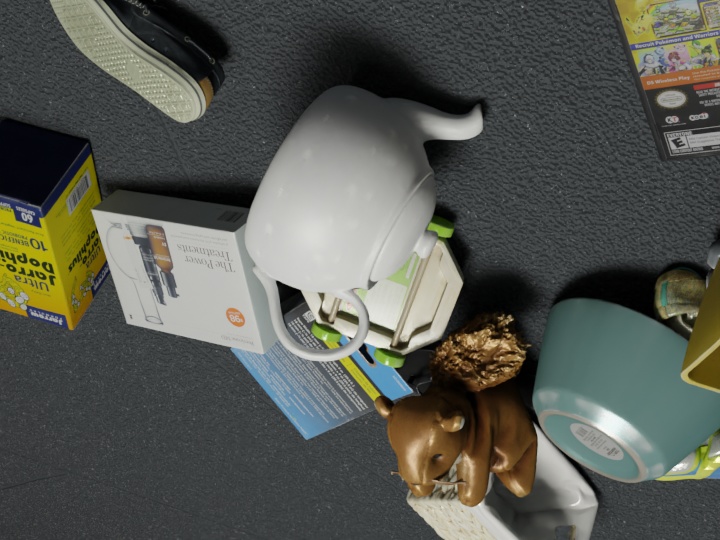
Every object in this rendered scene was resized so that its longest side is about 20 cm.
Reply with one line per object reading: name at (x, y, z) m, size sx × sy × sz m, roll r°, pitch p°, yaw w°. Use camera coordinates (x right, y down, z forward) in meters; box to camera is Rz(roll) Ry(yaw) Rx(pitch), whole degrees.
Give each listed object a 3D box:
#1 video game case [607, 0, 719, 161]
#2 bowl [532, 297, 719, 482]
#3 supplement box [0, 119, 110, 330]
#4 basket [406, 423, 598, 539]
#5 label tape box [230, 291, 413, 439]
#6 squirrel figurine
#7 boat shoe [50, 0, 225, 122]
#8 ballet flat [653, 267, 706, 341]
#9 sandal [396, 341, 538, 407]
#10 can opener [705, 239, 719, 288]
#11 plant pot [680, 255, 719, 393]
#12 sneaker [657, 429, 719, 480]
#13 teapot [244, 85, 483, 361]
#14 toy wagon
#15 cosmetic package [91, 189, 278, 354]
video game case at (0.302, -0.169, 0.851) m, size 0.199 × 0.026 × 0.181 m, roll -4°, pitch 132°, yaw 32°
bowl at (0.246, 0.129, 1.096) m, size 0.200 × 0.105 × 0.201 m, roll 32°, pitch 160°, yaw 13°
supplement box at (-0.357, -0.048, 1.256) m, size 0.108 × 0.110 × 0.201 m, roll 15°, pitch 140°, yaw 12°
basket at (0.164, 0.266, 1.308) m, size 0.123 × 0.136 × 0.200 m, roll -14°, pitch 130°, yaw 44°
label tape box at (-0.033, 0.092, 1.258) m, size 0.144 × 0.063 × 0.200 m, roll 51°, pitch 135°, yaw -10°
squirrel figurine at (0.091, 0.131, 1.125) m, size 0.141 × 0.202 × 0.186 m, roll 14°, pitch 178°, yaw 32°
boat shoe at (-0.207, -0.216, 1.036) m, size 0.200 × 0.062 × 0.075 m, roll 38°, pitch 146°, yaw 8°
ballet flat at (0.350, 0.077, 1.064) m, size 0.200 × 0.071 × 0.071 m, roll 38°, pitch 139°, yaw -15°
sandal at (0.113, 0.121, 1.251) m, size 0.199 × 0.043 × 0.076 m, roll 3°, pitch 136°, yaw 24°
can opener at (0.400, 0.013, 0.977) m, size 0.198 × 0.054 × 0.067 m, roll 9°, pitch 139°, yaw 17°
plant pot at (0.379, -0.005, 0.848) m, size 0.198 × 0.178 × 0.200 m, roll 17°, pitch 151°, yaw -2°
sneaker at (0.376, 0.200, 1.178) m, size 0.199 × 0.076 × 0.105 m, roll -19°, pitch 125°, yaw 39°
teapot at (-0.001, -0.051, 0.995) m, size 0.145 × 0.198 × 0.201 m, roll 31°, pitch 133°, yaw 8°
toy wagon at (0.000, 0.000, 1.126) m, size 0.199 × 0.040 × 0.156 m, roll 21°, pitch 107°, yaw 3°
cosmetic package at (-0.185, 0.000, 1.221) m, size 0.199 × 0.052 × 0.152 m, roll 9°, pitch 127°, yaw 31°
